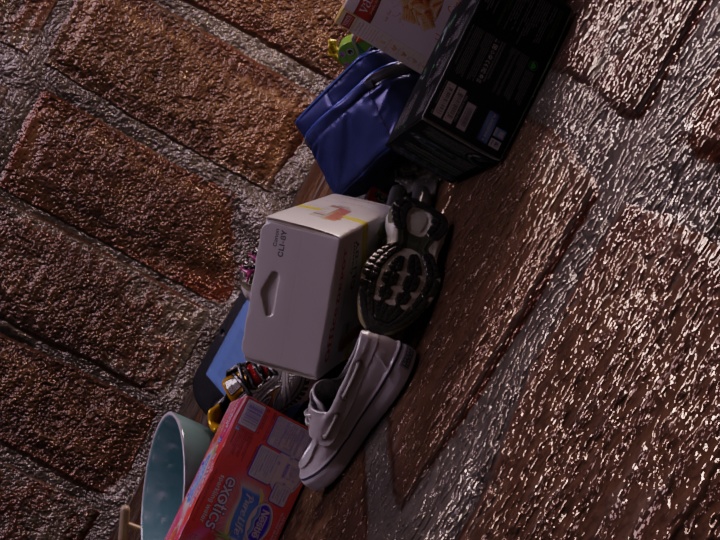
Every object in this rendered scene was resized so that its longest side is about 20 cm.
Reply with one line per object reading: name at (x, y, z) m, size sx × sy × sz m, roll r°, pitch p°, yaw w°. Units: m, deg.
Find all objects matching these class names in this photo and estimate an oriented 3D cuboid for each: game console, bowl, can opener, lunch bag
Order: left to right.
bowl at (-0.188, 0.274, 1.560) m, size 0.200 × 0.104 × 0.204 m, roll -171°, pitch 90°, yaw -69°
game console at (-0.117, 0.127, 1.594) m, size 0.031 × 0.177 × 0.201 m, roll 4°, pitch -55°, yaw -48°
lunch bag at (0.022, -0.191, 1.581) m, size 0.135 × 0.133 × 0.200 m, roll -21°, pitch -13°, yaw -46°
can opener at (0.057, -0.063, 1.509) m, size 0.201 × 0.052 × 0.068 m, roll -73°, pitch -18°, yaw -52°

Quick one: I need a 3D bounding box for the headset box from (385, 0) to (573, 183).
headset box at (0.116, -0.195, 1.360) m, size 0.176 × 0.092 × 0.200 m, roll -63°, pitch 8°, yaw -8°

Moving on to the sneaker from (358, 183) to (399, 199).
sneaker at (0.052, -0.137, 1.714) m, size 0.202 × 0.077 × 0.091 m, roll -65°, pitch 23°, yaw 4°

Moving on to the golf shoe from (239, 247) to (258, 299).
golf shoe at (-0.074, 0.010, 1.458) m, size 0.200 × 0.072 × 0.094 m, roll -33°, pitch -51°, yaw -63°

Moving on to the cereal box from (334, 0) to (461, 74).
cereal box at (0.084, -0.296, 1.513) m, size 0.145 × 0.198 × 0.040 m, roll -66°, pitch 11°, yaw -27°

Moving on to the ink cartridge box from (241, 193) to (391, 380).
ink cartridge box at (-0.035, 0.012, 1.321) m, size 0.200 × 0.082 × 0.147 m, roll -28°, pitch -50°, yaw -69°

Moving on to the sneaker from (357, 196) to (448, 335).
sneaker at (0.038, 0.014, 1.297) m, size 0.201 × 0.076 × 0.089 m, roll -64°, pitch -6°, yaw -53°

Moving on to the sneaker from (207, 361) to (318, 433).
sneaker at (-0.109, 0.131, 1.499) m, size 0.201 × 0.081 × 0.078 m, roll -56°, pitch 42°, yaw 32°

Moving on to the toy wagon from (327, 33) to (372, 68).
toy wagon at (0.050, -0.277, 1.630) m, size 0.197 × 0.156 × 0.040 m, roll -7°, pitch 44°, yaw 21°

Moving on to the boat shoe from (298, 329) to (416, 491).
boat shoe at (-0.019, 0.128, 1.240) m, size 0.201 × 0.065 × 0.074 m, roll -57°, pitch 10°, yaw 32°

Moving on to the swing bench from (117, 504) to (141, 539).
swing bench at (-0.324, 0.469, 1.837) m, size 0.199 × 0.128 × 0.202 m, roll -116°, pitch 49°, yaw -79°

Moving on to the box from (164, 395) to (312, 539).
box at (-0.131, 0.249, 1.419) m, size 0.202 × 0.102 × 0.095 m, roll -66°, pitch 11°, yaw -16°

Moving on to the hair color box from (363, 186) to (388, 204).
hair color box at (0.000, 0.000, 1.560) m, size 0.102 × 0.061 × 0.201 m, roll -58°, pitch 9°, yaw 35°
